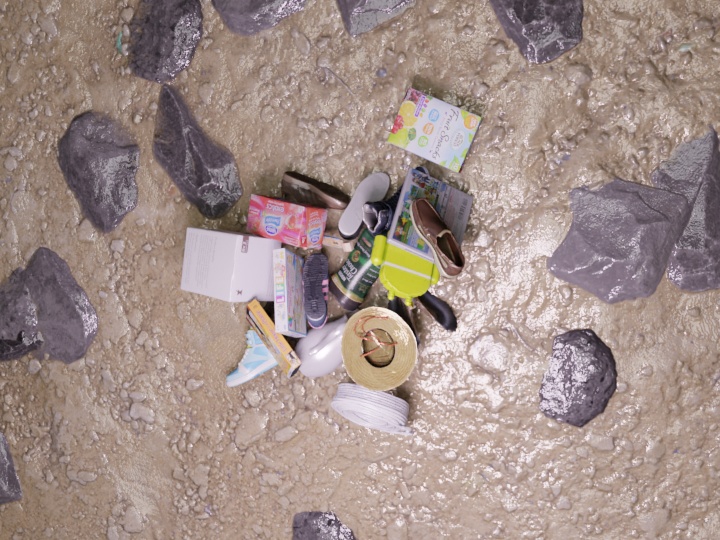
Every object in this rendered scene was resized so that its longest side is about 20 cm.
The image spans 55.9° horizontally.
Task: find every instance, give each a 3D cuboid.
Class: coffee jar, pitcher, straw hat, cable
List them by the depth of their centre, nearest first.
[{"bbox_3d":[0.044,0.189,1.676,0.196,0.085,0.206,0,89,0],"label":"straw hat"},{"bbox_3d":[0.026,0.345,1.713,0.198,0.199,0.070,-4,57,44],"label":"cable"},{"bbox_3d":[0.000,0.000,1.734,0.201,0.085,0.104,-55,49,14],"label":"coffee jar"},{"bbox_3d":[-0.085,0.188,1.739,0.199,0.171,0.122,-36,76,15],"label":"pitcher"}]

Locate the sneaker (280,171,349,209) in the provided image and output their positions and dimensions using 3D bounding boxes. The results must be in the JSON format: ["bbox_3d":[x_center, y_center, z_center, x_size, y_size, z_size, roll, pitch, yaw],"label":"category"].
[{"bbox_3d":[-0.120,-0.191,1.778,0.197,0.070,0.077,27,119,17],"label":"sneaker"}]

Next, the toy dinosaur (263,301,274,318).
[{"bbox_3d":[-0.188,0.064,1.819,0.197,0.077,0.104,-22,101,11],"label":"toy dinosaur"}]

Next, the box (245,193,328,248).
[{"bbox_3d":[-0.190,-0.126,1.728,0.198,0.094,0.105,17,100,37],"label":"box"}]

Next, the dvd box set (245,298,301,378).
[{"bbox_3d":[-0.224,0.177,1.735,0.029,0.147,0.201,-34,83,-19],"label":"dvd box set"}]

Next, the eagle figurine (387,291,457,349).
[{"bbox_3d":[0.132,0.085,1.690,0.150,0.151,0.203,-16,108,39],"label":"eagle figurine"}]

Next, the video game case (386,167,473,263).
[{"bbox_3d":[0.170,-0.124,1.631,0.179,0.022,0.203,23,69,-13],"label":"video game case"}]

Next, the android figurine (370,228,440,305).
[{"bbox_3d":[0.111,-0.020,1.612,0.179,0.041,0.204,16,71,-15],"label":"android figurine"}]

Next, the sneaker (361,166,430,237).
[{"bbox_3d":[0.086,-0.172,1.666,0.077,0.145,0.205,34,104,40],"label":"sneaker"}]

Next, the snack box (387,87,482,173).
[{"bbox_3d":[0.183,-0.346,1.674,0.197,0.053,0.145,26,102,12],"label":"snack box"}]

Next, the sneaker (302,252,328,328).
[{"bbox_3d":[-0.114,0.053,1.732,0.069,0.083,0.203,1,56,2],"label":"sneaker"}]

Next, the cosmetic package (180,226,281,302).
[{"bbox_3d":[-0.335,-0.016,1.761,0.197,0.164,0.169,11,95,35],"label":"cosmetic package"}]

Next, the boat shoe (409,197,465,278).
[{"bbox_3d":[0.185,-0.085,1.572,0.074,0.075,0.205,-28,86,-24],"label":"boat shoe"}]

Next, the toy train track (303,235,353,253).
[{"bbox_3d":[-0.099,-0.072,1.744,0.198,0.032,0.117,13,129,41],"label":"toy train track"}]

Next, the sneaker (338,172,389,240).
[{"bbox_3d":[0.002,-0.162,1.738,0.070,0.099,0.201,35,72,0],"label":"sneaker"}]

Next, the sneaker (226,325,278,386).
[{"bbox_3d":[-0.301,0.224,1.855,0.198,0.080,0.132,-29,89,7],"label":"sneaker"}]

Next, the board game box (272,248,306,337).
[{"bbox_3d":[-0.176,0.059,1.700,0.033,0.134,0.205,-6,77,14],"label":"board game box"}]
